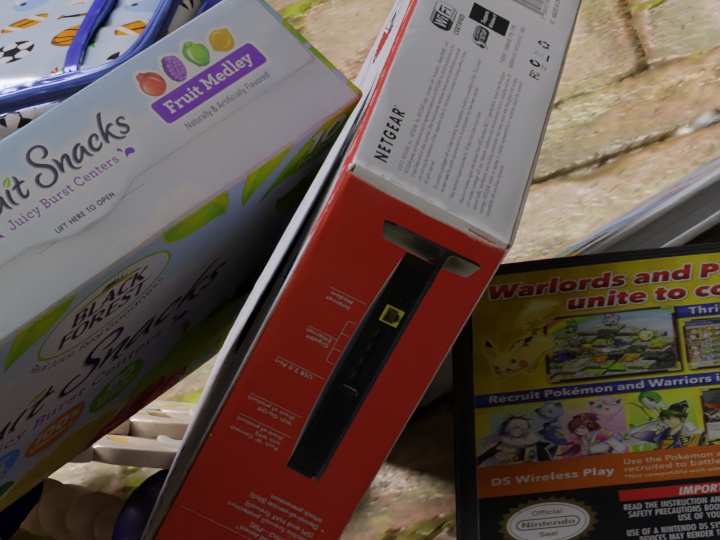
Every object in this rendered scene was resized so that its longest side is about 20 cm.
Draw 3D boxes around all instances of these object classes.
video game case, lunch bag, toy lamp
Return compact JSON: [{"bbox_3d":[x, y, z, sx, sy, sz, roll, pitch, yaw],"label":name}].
[{"bbox_3d":[0.125,0.053,0.761,0.199,0.026,0.181,-5,38,5],"label":"video game case"},{"bbox_3d":[-0.149,-0.107,1.403,0.159,0.076,0.200,-13,26,16],"label":"lunch bag"},{"bbox_3d":[0.084,-0.003,0.969,0.199,0.018,0.143,-31,0,-17],"label":"video game case"},{"bbox_3d":[-0.093,0.088,0.962,0.058,0.058,0.199,-36,25,-28],"label":"toy lamp"}]

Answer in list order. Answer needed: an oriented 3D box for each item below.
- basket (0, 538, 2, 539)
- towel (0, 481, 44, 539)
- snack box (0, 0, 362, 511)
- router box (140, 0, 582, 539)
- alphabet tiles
[{"bbox_3d":[-0.135,0.155,0.631,0.200,0.143,0.149,-46,2,-1],"label":"basket"},{"bbox_3d":[-0.188,0.133,0.880,0.147,0.050,0.200,-32,7,25],"label":"towel"},{"bbox_3d":[-0.100,0.018,0.770,0.200,0.053,0.142,-37,-15,-37],"label":"snack box"},{"bbox_3d":[0.000,0.000,0.828,0.180,0.049,0.200,-61,5,32],"label":"router box"},{"bbox_3d":[-0.116,0.050,0.949,0.199,0.015,0.195,6,0,-33],"label":"alphabet tiles"}]
